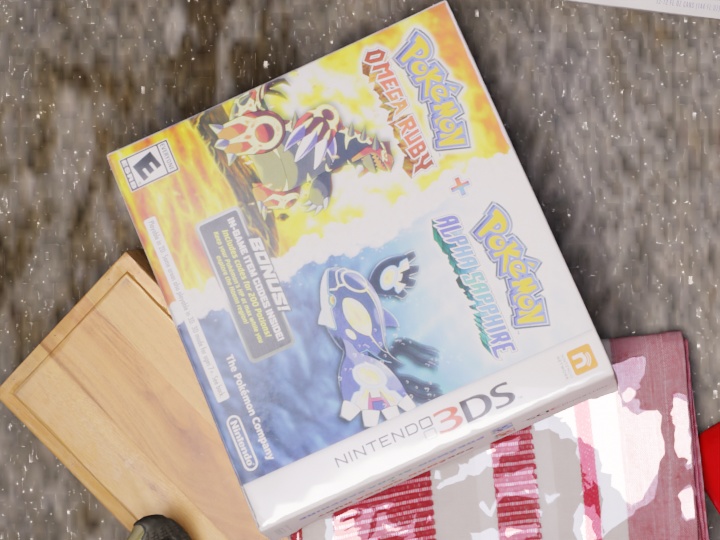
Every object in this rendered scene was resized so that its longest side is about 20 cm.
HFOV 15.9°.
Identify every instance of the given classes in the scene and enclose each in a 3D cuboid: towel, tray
[{"bbox_3d":[0.063,0.108,1.220,0.199,0.023,0.145,-5,79,1],"label":"towel"},{"bbox_3d":[-0.075,0.095,1.263,0.200,0.037,0.099,45,99,4],"label":"tray"}]

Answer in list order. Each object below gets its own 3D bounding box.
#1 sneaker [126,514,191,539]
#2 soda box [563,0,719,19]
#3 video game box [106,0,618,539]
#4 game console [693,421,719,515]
[{"bbox_3d":[-0.137,0.204,1.251,0.088,0.077,0.201,24,110,24],"label":"sneaker"},{"bbox_3d":[0.097,-0.156,1.182,0.199,0.068,0.064,7,98,-4],"label":"soda box"},{"bbox_3d":[0.000,0.000,1.213,0.182,0.047,0.201,-24,76,0],"label":"video game box"},{"bbox_3d":[0.288,0.116,1.213,0.172,0.119,0.201,-30,88,-22],"label":"game console"}]
